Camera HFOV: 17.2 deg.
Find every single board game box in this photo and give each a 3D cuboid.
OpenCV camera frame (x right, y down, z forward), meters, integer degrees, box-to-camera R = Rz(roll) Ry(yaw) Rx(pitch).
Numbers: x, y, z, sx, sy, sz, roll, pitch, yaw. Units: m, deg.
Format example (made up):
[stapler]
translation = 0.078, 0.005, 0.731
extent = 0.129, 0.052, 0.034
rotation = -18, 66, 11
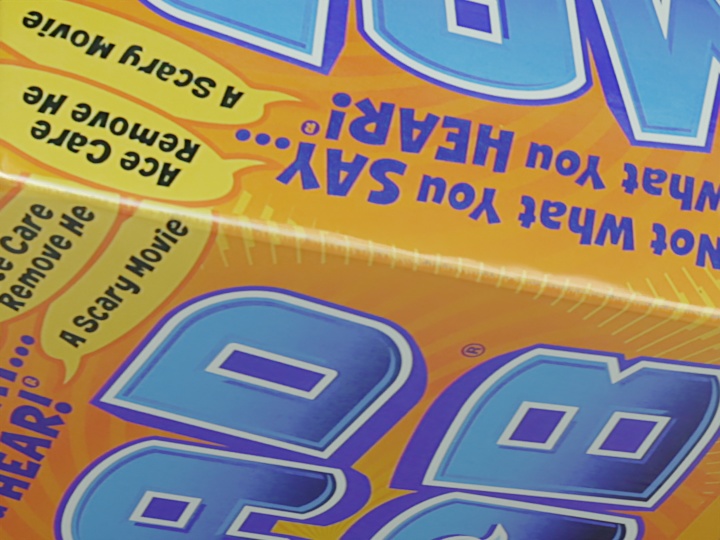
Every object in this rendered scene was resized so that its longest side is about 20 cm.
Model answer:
[board game box]
translation = -0.015, -0.024, 0.557
extent = 0.198, 0.200, 0.201
rotation = 10, 52, -20
